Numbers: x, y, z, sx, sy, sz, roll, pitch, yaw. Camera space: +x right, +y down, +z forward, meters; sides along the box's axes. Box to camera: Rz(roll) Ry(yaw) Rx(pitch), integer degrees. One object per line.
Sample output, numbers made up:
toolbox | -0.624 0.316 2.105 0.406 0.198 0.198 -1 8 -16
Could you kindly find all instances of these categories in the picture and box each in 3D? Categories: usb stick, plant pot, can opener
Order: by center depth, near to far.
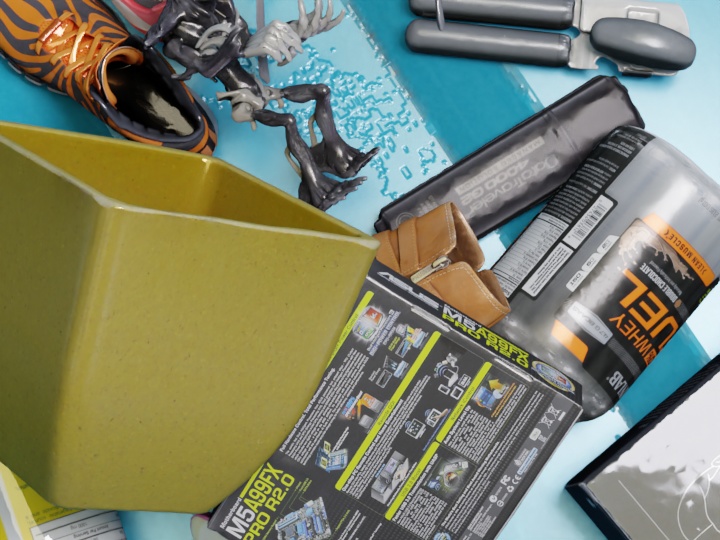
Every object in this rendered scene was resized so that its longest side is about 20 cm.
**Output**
plant pot | -0.140 0.037 1.304 0.195 0.194 0.200 7 104 -39
can opener | 0.131 -0.169 1.469 0.200 0.066 0.053 6 80 6
usb stick | 0.104 -0.066 1.470 0.200 0.033 0.055 -32 91 -4

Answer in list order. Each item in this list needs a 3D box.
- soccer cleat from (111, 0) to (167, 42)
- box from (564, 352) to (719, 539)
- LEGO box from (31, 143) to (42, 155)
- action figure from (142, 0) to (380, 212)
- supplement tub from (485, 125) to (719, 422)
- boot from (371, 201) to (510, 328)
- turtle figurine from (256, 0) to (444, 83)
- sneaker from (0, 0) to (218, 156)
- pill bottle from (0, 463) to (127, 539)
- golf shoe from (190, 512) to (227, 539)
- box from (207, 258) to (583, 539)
soccer cleat | -0.182 -0.237 1.463 0.067 0.076 0.200 -41 81 -4
box | 0.260 0.135 1.409 0.200 0.107 0.148 -39 85 -5
LEGO box | -0.283 -0.004 1.403 0.077 0.149 0.200 31 84 3
action figure | -0.061 -0.138 1.383 0.102 0.119 0.200 -31 103 33
supplement tub | 0.153 0.013 1.416 0.123 0.123 0.200 40 85 4
boot | 0.000 0.000 1.406 0.155 0.074 0.200 -40 68 18
turtle figurine | -0.018 -0.252 1.407 0.194 0.144 0.200 48 66 -36
sneaker | -0.178 -0.147 1.438 0.200 0.112 0.078 34 84 4
pill bottle | -0.215 0.170 1.401 0.112 0.112 0.200 -20 84 -2
golf shoe | -0.028 0.139 1.427 0.200 0.075 0.092 -43 82 -6
box | 0.022 0.117 1.342 0.160 0.044 0.200 31 106 -3
